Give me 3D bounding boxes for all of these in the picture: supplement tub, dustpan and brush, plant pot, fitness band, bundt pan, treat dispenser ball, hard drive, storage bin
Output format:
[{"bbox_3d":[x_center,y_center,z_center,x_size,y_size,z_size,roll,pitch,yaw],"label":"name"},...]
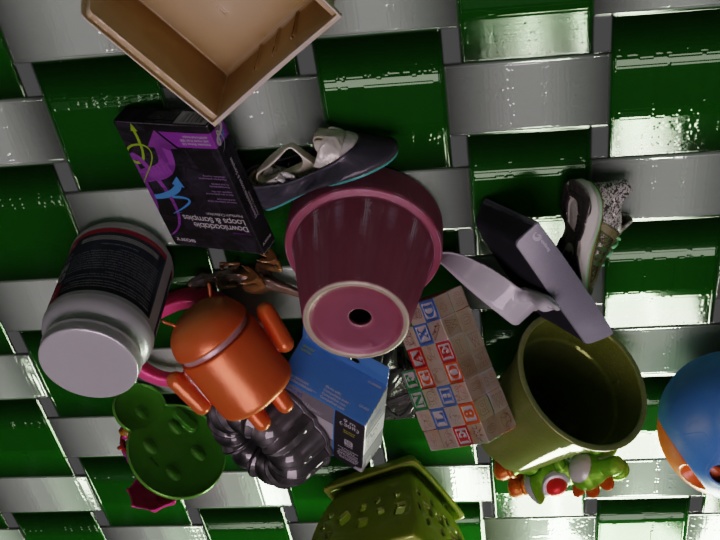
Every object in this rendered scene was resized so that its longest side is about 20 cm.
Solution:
[{"bbox_3d":[-0.323,0.047,1.393,0.140,0.200,0.141,2,132,3],"label":"supplement tub"},{"bbox_3d":[0.188,0.030,1.368,0.140,0.200,0.057,38,95,-25],"label":"dustpan and brush"},{"bbox_3d":[0.000,0.000,1.338,0.200,0.179,0.200,3,132,3],"label":"plant pot"},{"bbox_3d":[-0.250,0.097,1.543,0.200,0.037,0.144,-27,125,24],"label":"fitness band"},{"bbox_3d":[0.256,0.189,1.501,0.200,0.200,0.190,21,142,-14],"label":"plant pot"},{"bbox_3d":[-0.141,0.239,1.573,0.202,0.076,0.202,28,147,20],"label":"bundt pan"},{"bbox_3d":[0.502,0.207,1.467,0.200,0.201,0.201,2,132,3],"label":"treat dispenser ball"},{"bbox_3d":[0.052,0.413,1.705,0.199,0.182,0.200,-23,126,23],"label":"plant pot"},{"bbox_3d":[0.224,0.005,1.355,0.042,0.135,0.200,-43,120,-7],"label":"hard drive"},{"bbox_3d":[-0.156,-0.293,1.143,0.200,0.094,0.198,-34,121,31],"label":"storage bin"}]

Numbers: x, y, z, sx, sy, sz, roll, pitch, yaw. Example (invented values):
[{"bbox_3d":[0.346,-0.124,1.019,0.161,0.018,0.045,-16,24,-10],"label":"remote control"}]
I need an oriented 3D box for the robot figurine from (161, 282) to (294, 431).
[{"bbox_3d":[-0.169,0.115,1.436,0.144,0.117,0.200,-25,111,31],"label":"robot figurine"}]

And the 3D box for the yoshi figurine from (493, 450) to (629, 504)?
[{"bbox_3d":[0.308,0.281,1.643,0.200,0.112,0.112,-11,91,33],"label":"yoshi figurine"}]

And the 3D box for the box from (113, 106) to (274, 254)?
[{"bbox_3d":[-0.199,-0.107,1.322,0.143,0.036,0.200,7,138,30],"label":"box"}]

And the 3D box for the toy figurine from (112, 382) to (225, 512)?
[{"bbox_3d":[-0.322,0.291,1.673,0.200,0.150,0.184,46,140,6],"label":"toy figurine"}]

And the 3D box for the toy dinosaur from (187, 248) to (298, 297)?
[{"bbox_3d":[-0.127,0.014,1.457,0.200,0.061,0.106,13,158,-3],"label":"toy dinosaur"}]

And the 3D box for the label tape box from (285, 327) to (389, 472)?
[{"bbox_3d":[-0.039,0.178,1.521,0.144,0.063,0.200,27,146,18],"label":"label tape box"}]

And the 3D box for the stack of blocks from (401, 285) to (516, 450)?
[{"bbox_3d":[0.113,0.131,1.446,0.115,0.059,0.200,-19,92,50],"label":"stack of blocks"}]

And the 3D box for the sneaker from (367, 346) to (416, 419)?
[{"bbox_3d":[0.062,0.142,1.533,0.114,0.076,0.200,0,135,3],"label":"sneaker"}]

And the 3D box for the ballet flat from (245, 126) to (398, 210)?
[{"bbox_3d":[-0.055,-0.129,1.302,0.200,0.073,0.073,-19,128,23],"label":"ballet flat"}]

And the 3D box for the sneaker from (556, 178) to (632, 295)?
[{"bbox_3d":[0.299,-0.038,1.358,0.088,0.077,0.200,-15,140,-9],"label":"sneaker"}]
